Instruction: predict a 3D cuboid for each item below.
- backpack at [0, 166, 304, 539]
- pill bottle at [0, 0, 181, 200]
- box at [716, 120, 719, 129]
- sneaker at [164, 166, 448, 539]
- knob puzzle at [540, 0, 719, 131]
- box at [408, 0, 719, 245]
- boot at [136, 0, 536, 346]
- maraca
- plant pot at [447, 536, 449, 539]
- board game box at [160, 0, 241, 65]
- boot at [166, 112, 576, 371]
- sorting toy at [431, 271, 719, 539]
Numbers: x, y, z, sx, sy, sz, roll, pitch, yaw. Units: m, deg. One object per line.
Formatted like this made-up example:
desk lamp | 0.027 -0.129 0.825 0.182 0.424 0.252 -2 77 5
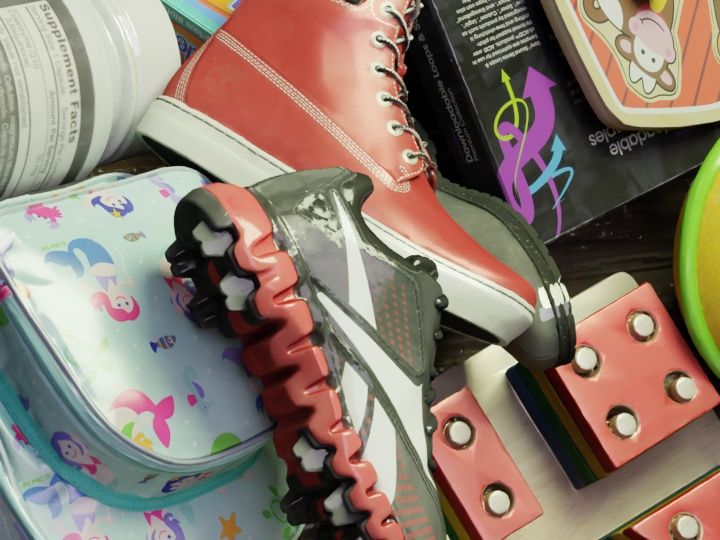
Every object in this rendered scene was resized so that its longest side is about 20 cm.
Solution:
backpack | -0.112 0.060 1.015 0.177 0.151 0.200 -17 79 -48
pill bottle | -0.182 -0.078 1.043 0.200 0.113 0.113 -18 79 -46
box | 0.186 -0.188 1.266 0.158 0.050 0.200 43 65 -2
sneaker | 0.002 0.046 0.956 0.098 0.071 0.201 -25 92 -22
knob puzzle | 0.153 -0.158 1.161 0.219 0.030 0.220 10 74 -39
box | 0.087 -0.122 1.151 0.143 0.036 0.200 -25 96 -33
boot | 0.018 -0.067 1.048 0.200 0.072 0.144 34 81 16
maraca | 0.223 -0.029 1.166 0.137 0.107 0.200 29 74 -27
plant pot | -0.012 0.210 1.009 0.200 0.200 0.183 49 55 1
board game box | -0.032 -0.176 1.167 0.152 0.045 0.200 36 61 9
boot | 0.000 0.000 1.108 0.131 0.068 0.200 -25 49 -23
sorting toy | 0.111 0.122 1.132 0.200 0.070 0.199 -28 84 -25
